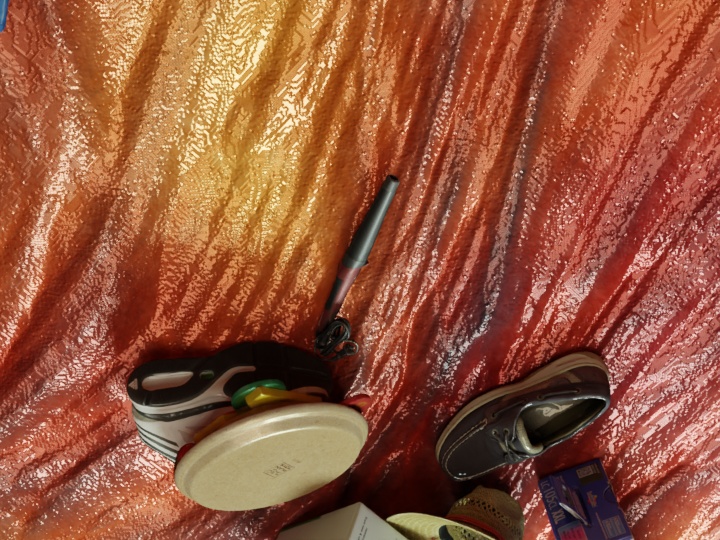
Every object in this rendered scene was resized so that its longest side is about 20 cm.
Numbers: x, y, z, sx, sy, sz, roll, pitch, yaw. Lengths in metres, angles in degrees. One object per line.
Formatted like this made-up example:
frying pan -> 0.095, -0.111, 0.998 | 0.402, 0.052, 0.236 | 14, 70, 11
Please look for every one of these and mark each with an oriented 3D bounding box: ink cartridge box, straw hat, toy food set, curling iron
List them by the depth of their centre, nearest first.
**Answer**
curling iron -> 0.000, 0.000, 1.326 | 0.049, 0.025, 0.202 | 31, 115, 25
toy food set -> -0.082, 0.170, 1.345 | 0.197, 0.049, 0.199 | -37, 146, 29
ink cartridge box -> 0.244, 0.289, 1.422 | 0.076, 0.137, 0.201 | -20, 116, 4
straw hat -> 0.125, 0.268, 1.432 | 0.199, 0.085, 0.202 | 22, 150, 14
ink cartridge box -> 0.015, 0.341, 1.448 | 0.200, 0.083, 0.146 | 42, 138, -20

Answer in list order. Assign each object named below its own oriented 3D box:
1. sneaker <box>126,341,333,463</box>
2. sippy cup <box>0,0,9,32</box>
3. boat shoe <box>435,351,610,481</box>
sneaker -> -0.127, 0.137, 1.389 | 0.198, 0.076, 0.116 | -3, 137, -5
sippy cup -> -0.350, -0.248, 1.145 | 0.129, 0.178, 0.141 | 8, 74, -16
boat shoe -> 0.160, 0.153, 1.389 | 0.199, 0.065, 0.072 | -31, 116, 16
